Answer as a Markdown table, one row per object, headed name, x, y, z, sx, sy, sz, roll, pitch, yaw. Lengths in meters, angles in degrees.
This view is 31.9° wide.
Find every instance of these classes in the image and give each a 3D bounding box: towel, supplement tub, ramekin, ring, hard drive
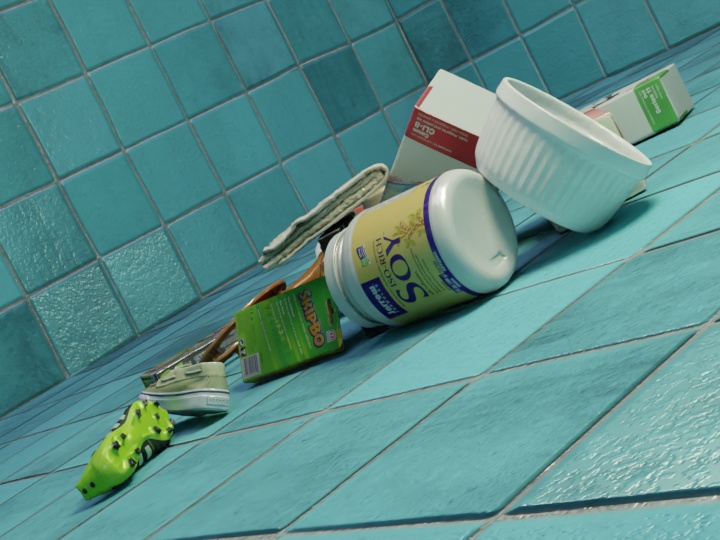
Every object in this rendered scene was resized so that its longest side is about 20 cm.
| name | x | y | z | sx | sy | sz | roll | pitch | yaw |
| --- | --- | --- | --- | --- | --- | --- | --- | --- | --- |
| towel | -0.045 | -0.072 | 1.605 | 0.199 | 0.035 | 0.133 | -37 | 5 | 5 |
| supplement tub | 0.068 | -0.020 | 1.470 | 0.199 | 0.147 | 0.145 | -23 | 7 | 39 |
| ramekin | 0.226 | -0.129 | 1.461 | 0.106 | 0.199 | 0.200 | -60 | -3 | 16 |
| ring | -0.181 | 0.095 | 1.961 | 0.200 | 0.019 | 0.201 | -46 | -8 | -8 |
| hard drive | 0.000 | 0.000 | 1.642 | 0.037 | 0.141 | 0.200 | -26 | 7 | 11 |

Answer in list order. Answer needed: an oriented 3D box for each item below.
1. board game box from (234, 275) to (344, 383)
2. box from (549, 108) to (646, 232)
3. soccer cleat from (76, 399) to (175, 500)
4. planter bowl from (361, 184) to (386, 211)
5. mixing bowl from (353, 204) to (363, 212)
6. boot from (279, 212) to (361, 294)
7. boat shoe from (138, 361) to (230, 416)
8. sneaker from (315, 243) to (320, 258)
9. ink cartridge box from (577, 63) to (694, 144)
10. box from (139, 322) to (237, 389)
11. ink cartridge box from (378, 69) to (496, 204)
| name | x | y | z | sx | sy | sz | roll | pitch | yaw |
| --- | --- | --- | --- | --- | --- | --- | --- | --- | --- |
| board game box | -0.089 | 0.076 | 1.619 | 0.030 | 0.097 | 0.199 | 4 | -19 | -41 |
| box | 0.284 | -0.136 | 1.652 | 0.127 | 0.110 | 0.200 | -27 | 6 | 7 |
| soccer cleat | -0.284 | 0.213 | 1.517 | 0.081 | 0.068 | 0.200 | -40 | 2 | 16 |
| planter bowl | 0.081 | -0.080 | 1.986 | 0.198 | 0.136 | 0.200 | -28 | 7 | 3 |
| mixing bowl | 0.044 | -0.070 | 2.196 | 0.198 | 0.109 | 0.200 | -28 | 5 | 3 |
| boot | -0.059 | -0.001 | 1.913 | 0.199 | 0.076 | 0.156 | -37 | 24 | 33 |
| boat shoe | -0.224 | 0.154 | 1.631 | 0.071 | 0.063 | 0.199 | 14 | -15 | -36 |
| sneaker | 0.001 | -0.074 | 2.608 | 0.115 | 0.074 | 0.199 | -26 | 4 | 46 |
| ink cartridge box | 0.437 | -0.254 | 2.088 | 0.199 | 0.084 | 0.146 | -26 | 6 | 29 |
| box | -0.276 | 0.146 | 2.172 | 0.199 | 0.035 | 0.110 | -31 | 7 | -25 |
| ink cartridge box | 0.120 | -0.134 | 1.696 | 0.146 | 0.143 | 0.202 | -59 | -8 | -57 |
